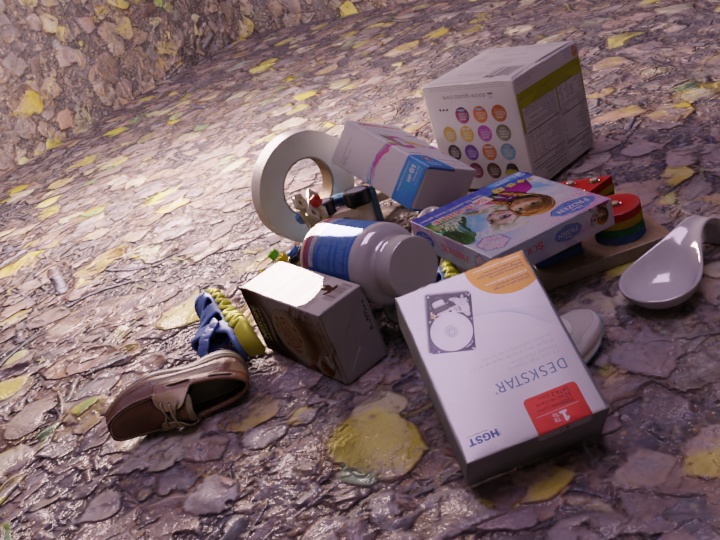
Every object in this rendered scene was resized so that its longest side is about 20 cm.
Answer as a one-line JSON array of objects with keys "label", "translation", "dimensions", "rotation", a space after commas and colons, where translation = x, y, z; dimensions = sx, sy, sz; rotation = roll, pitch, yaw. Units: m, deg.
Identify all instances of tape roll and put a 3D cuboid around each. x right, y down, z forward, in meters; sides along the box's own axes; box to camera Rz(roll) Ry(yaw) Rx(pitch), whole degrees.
[{"label": "tape roll", "translation": [-0.100, -0.151, 1.567], "dimensions": [0.202, 0.204, 0.037], "rotation": [-32, 29, -26]}]

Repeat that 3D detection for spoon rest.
[{"label": "spoon rest", "translation": [0.402, -0.015, 1.107], "dimensions": [0.099, 0.061, 0.200], "rotation": [10, 37, 46]}]

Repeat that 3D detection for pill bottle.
[{"label": "pill bottle", "translation": [0.012, -0.012, 1.198], "dimensions": [0.112, 0.113, 0.200], "rotation": [-33, 22, -27]}]

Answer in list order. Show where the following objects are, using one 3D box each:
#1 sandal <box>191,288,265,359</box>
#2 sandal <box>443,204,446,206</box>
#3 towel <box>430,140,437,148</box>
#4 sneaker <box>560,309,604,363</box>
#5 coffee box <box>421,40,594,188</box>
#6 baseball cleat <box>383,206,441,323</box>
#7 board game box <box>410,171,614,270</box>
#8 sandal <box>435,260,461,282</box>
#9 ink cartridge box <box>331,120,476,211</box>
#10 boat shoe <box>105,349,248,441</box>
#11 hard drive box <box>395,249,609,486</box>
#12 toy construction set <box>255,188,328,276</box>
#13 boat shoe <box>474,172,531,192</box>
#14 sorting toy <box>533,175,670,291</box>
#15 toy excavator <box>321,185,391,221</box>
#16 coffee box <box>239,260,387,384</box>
[{"label": "sandal", "translation": [-0.216, 0.089, 1.299], "dimensions": [0.087, 0.080, 0.200], "rotation": [-35, 25, -12]}, {"label": "sandal", "translation": [0.156, -0.089, 1.439], "dimensions": [0.202, 0.050, 0.082], "rotation": [-25, 26, -12]}, {"label": "towel", "translation": [0.156, -0.218, 1.723], "dimensions": [0.146, 0.030, 0.200], "rotation": [5, 35, 43]}, {"label": "sneaker", "translation": [0.194, 0.087, 1.023], "dimensions": [0.199, 0.081, 0.077], "rotation": [-23, 24, -12]}, {"label": "coffee box", "translation": [0.265, -0.272, 1.556], "dimensions": [0.199, 0.199, 0.200], "rotation": [7, 34, 45]}, {"label": "baseball cleat", "translation": [0.084, 0.005, 1.295], "dimensions": [0.069, 0.107, 0.201], "rotation": [24, 64, 5]}, {"label": "board game box", "translation": [0.202, -0.065, 1.195], "dimensions": [0.199, 0.041, 0.199], "rotation": [-26, 27, -20]}, {"label": "sandal", "translation": [0.117, 0.051, 1.163], "dimensions": [0.087, 0.079, 0.200], "rotation": [-43, 12, 14]}, {"label": "ink cartridge box", "translation": [0.072, -0.179, 1.502], "dimensions": [0.200, 0.085, 0.144], "rotation": [33, 23, 34]}, {"label": "boat shoe", "translation": [-0.241, 0.171, 1.169], "dimensions": [0.199, 0.076, 0.074], "rotation": [-26, 29, -12]}, {"label": "hard drive box", "translation": [0.144, 0.100, 0.928], "dimensions": [0.155, 0.077, 0.201], "rotation": [-21, 60, -4]}, {"label": "toy construction set", "translation": [-0.099, -0.022, 1.360], "dimensions": [0.092, 0.201, 0.131], "rotation": [26, 34, -3]}, {"label": "boat shoe", "translation": [0.205, -0.098, 1.379], "dimensions": [0.200, 0.066, 0.072], "rotation": [-32, 67, -16]}, {"label": "sorting toy", "translation": [0.310, -0.070, 1.271], "dimensions": [0.198, 0.070, 0.200], "rotation": [-20, 25, -1]}, {"label": "toy excavator", "translation": [0.002, -0.112, 1.558], "dimensions": [0.193, 0.100, 0.200], "rotation": [-17, 17, 1]}, {"label": "coffee box", "translation": [-0.068, 0.067, 1.208], "dimensions": [0.080, 0.115, 0.199], "rotation": [-35, 29, -27]}]
